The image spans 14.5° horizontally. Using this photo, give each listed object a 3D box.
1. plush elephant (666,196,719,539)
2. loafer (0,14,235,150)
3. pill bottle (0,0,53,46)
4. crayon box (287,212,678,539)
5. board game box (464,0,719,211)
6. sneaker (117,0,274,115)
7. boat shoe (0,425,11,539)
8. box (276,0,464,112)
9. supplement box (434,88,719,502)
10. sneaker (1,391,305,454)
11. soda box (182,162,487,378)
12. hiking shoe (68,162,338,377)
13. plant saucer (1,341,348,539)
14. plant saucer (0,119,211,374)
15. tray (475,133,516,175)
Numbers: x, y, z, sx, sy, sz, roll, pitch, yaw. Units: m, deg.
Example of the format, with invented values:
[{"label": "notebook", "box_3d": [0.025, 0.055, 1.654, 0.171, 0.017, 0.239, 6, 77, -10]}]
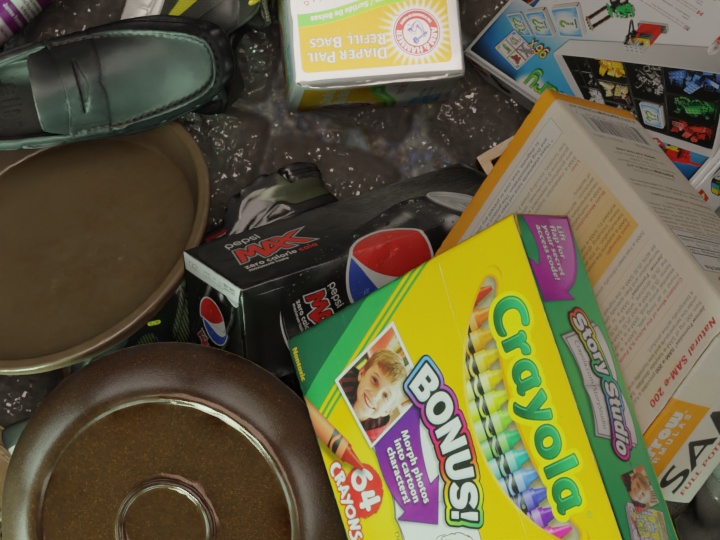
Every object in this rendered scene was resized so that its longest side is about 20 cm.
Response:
[{"label": "plush elephant", "box_3d": [0.200, 0.051, 1.639, 0.165, 0.200, 0.155, -40, 67, 5]}, {"label": "loafer", "box_3d": [-0.170, -0.104, 1.657, 0.199, 0.070, 0.068, -10, 101, 19]}, {"label": "pill bottle", "box_3d": [-0.190, -0.231, 1.691, 0.200, 0.112, 0.112, -42, 85, -3]}, {"label": "crayon box", "box_3d": [0.064, 0.095, 1.501, 0.172, 0.058, 0.201, -30, 71, 38]}, {"label": "board game box", "box_3d": [0.167, -0.124, 1.655, 0.126, 0.035, 0.200, -48, 50, -4]}, {"label": "sneaker", "box_3d": [-0.082, -0.186, 1.685, 0.084, 0.074, 0.201, 23, 110, 12]}, {"label": "boat shoe", "box_3d": [-0.194, 0.158, 1.678, 0.072, 0.065, 0.200, -43, 85, -3]}, {"label": "box", "box_3d": [-0.001, -0.201, 1.681, 0.101, 0.113, 0.201, -5, 84, -5]}, {"label": "supplement box", "box_3d": [0.141, 0.013, 1.546, 0.126, 0.073, 0.200, -56, 46, 24]}, {"label": "sneaker", "box_3d": [-0.109, 0.132, 1.671, 0.200, 0.067, 0.109, -4, 83, -7]}, {"label": "soda box", "box_3d": [0.000, 0.000, 1.633, 0.199, 0.071, 0.064, -19, 120, -29]}, {"label": "hiking shoe", "box_3d": [-0.081, 0.027, 1.682, 0.200, 0.076, 0.101, -40, 82, -3]}, {"label": "plant saucer", "box_3d": [-0.105, 0.141, 1.567, 0.199, 0.032, 0.201, 1, 96, 9]}, {"label": "plant saucer", "box_3d": [-0.178, -0.017, 1.665, 0.199, 0.030, 0.201, -12, 49, 14]}, {"label": "tray", "box_3d": [0.180, -0.073, 1.705, 0.199, 0.037, 0.099, -30, 84, -2]}]
